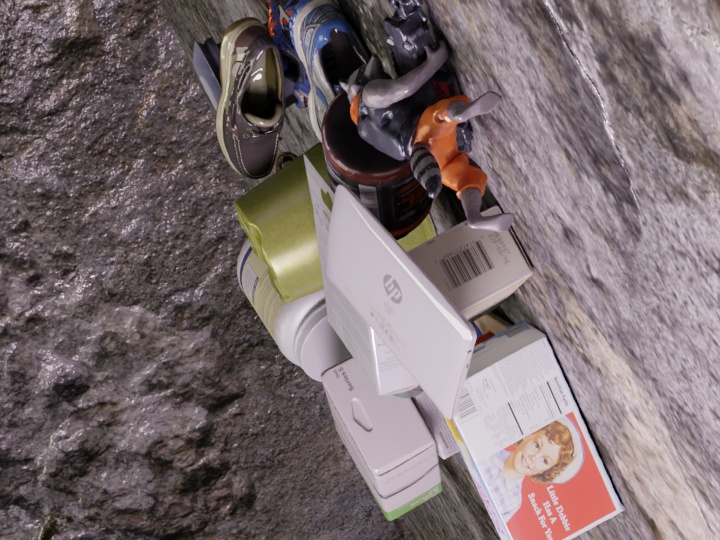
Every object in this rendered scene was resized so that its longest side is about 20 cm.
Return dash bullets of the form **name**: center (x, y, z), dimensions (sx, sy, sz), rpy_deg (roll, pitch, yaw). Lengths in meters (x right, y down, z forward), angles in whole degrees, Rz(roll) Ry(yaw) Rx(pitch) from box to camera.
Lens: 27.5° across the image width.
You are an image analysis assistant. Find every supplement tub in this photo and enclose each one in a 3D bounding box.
- **supplement tub**: center (-0.061, 0.034, 1.890), dimensions (0.200, 0.144, 0.145), rpy_deg (54, 169, 44)
- **supplement tub**: center (0.021, -0.098, 1.450), dimensions (0.107, 0.106, 0.200), rpy_deg (59, 173, 20)

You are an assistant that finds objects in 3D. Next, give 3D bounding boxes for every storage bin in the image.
- **storage bin**: center (-0.113, -0.233, 1.796), dimensions (0.146, 0.134, 0.200), rpy_deg (62, 174, -2)

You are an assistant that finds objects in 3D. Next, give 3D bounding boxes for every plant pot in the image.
- **plant pot**: center (-0.037, -0.062, 1.684), dimensions (0.201, 0.183, 0.200), rpy_deg (61, 173, 14)

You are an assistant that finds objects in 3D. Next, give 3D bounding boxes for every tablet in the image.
- **tablet**: center (0.031, 0.028, 1.309), dimensions (0.200, 0.014, 0.131), rpy_deg (49, 150, 28)

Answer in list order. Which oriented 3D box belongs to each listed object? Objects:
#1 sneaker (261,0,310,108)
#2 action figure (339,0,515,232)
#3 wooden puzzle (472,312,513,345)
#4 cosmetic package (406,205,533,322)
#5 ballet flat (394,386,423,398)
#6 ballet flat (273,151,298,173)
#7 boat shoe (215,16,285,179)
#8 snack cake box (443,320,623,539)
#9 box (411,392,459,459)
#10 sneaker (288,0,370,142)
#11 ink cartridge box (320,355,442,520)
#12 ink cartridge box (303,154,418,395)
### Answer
- **sneaker**: center (-0.078, -0.264, 1.648), dimensions (0.201, 0.078, 0.075), rpy_deg (59, 171, 28)
- **action figure**: center (0.041, -0.135, 1.194), dimensions (0.193, 0.104, 0.201), rpy_deg (38, 158, 51)
- **wooden puzzle**: center (0.151, 0.123, 1.576), dimensions (0.186, 0.046, 0.200), rpy_deg (65, 173, -22)
- **cosmetic package**: center (0.088, 0.011, 1.382), dimensions (0.073, 0.103, 0.200), rpy_deg (62, 174, 8)
- **ballet flat**: center (0.076, 0.066, 1.626), dimensions (0.200, 0.067, 0.064), rpy_deg (-56, -21, -53)
- **ballet flat**: center (-0.072, -0.087, 1.871), dimensions (0.200, 0.067, 0.063), rpy_deg (-127, 22, -50)
- **boat shoe**: center (-0.117, -0.179, 1.626), dimensions (0.066, 0.071, 0.202), rpy_deg (49, 148, 43)
- **snack cake box**: center (0.157, 0.165, 1.414), dimensions (0.201, 0.114, 0.067), rpy_deg (65, 173, -16)
- **box**: center (0.101, 0.143, 1.791), dimensions (0.113, 0.101, 0.200), rpy_deg (63, 173, -7)
- **sneaker**: center (-0.016, -0.184, 1.528), dimensions (0.085, 0.077, 0.201), rpy_deg (44, 161, 56)
- **ink cartridge box**: center (0.027, 0.196, 1.759), dimensions (0.146, 0.084, 0.200), rpy_deg (59, 172, 23)
- **ink cartridge box**: center (0.000, 0.000, 1.451), dimensions (0.163, 0.057, 0.201), rpy_deg (-127, 29, -57)
